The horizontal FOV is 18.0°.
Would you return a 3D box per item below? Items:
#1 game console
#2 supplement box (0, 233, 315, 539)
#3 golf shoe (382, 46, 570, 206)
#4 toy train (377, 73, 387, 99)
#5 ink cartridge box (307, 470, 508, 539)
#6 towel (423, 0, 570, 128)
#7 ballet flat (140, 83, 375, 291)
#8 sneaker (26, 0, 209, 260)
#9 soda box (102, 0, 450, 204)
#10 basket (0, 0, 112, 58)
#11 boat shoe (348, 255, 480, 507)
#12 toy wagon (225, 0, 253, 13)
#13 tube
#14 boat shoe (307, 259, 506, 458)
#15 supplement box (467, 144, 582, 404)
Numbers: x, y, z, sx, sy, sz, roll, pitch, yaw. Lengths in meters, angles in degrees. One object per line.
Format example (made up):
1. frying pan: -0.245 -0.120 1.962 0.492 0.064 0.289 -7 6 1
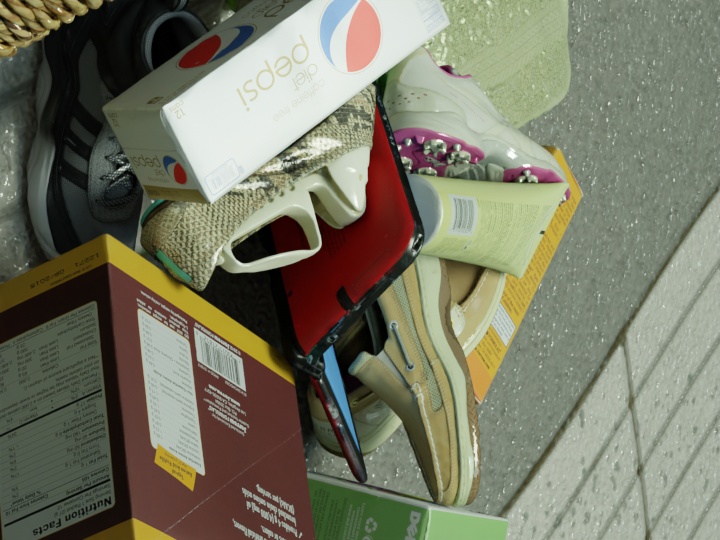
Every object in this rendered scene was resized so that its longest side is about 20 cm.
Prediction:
1. game console: 0.000 0.000 1.462 0.118 0.201 0.172 31 115 -31
2. supplement box: -0.132 0.126 1.306 0.197 0.132 0.201 38 36 -49
3. golf shoe: 0.085 -0.097 1.610 0.200 0.075 0.092 25 52 -51
4. toy train: 0.006 -0.090 1.595 0.056 0.041 0.201 -34 123 -56
5. ink cartridge box: 0.032 0.184 1.547 0.104 0.199 0.060 17 85 -53
6. towel: 0.099 -0.167 1.705 0.200 0.036 0.149 -35 122 -44
7. ballet flat: -0.044 -0.043 1.356 0.200 0.075 0.068 -34 167 -38
8. sneaker: -0.136 -0.080 1.341 0.075 0.113 0.202 -7 102 -45
9. soda box: -0.046 -0.117 1.288 0.200 0.068 0.064 -38 115 -28
10. basket: -0.246 -0.208 1.218 0.200 0.148 0.144 33 37 -50
11. boat shoe: 0.028 0.066 1.533 0.076 0.072 0.201 -6 68 -17
12. toy wagon: -0.069 -0.130 1.405 0.039 0.155 0.201 14 84 -10
13. tube: 0.080 -0.032 1.537 0.200 0.058 0.052 4 67 -58
14. boat shoe: 0.034 0.041 1.609 0.200 0.074 0.067 -54 145 -21
15. supplement box: 0.095 -0.002 1.707 0.069 0.066 0.201 52 57 -44
